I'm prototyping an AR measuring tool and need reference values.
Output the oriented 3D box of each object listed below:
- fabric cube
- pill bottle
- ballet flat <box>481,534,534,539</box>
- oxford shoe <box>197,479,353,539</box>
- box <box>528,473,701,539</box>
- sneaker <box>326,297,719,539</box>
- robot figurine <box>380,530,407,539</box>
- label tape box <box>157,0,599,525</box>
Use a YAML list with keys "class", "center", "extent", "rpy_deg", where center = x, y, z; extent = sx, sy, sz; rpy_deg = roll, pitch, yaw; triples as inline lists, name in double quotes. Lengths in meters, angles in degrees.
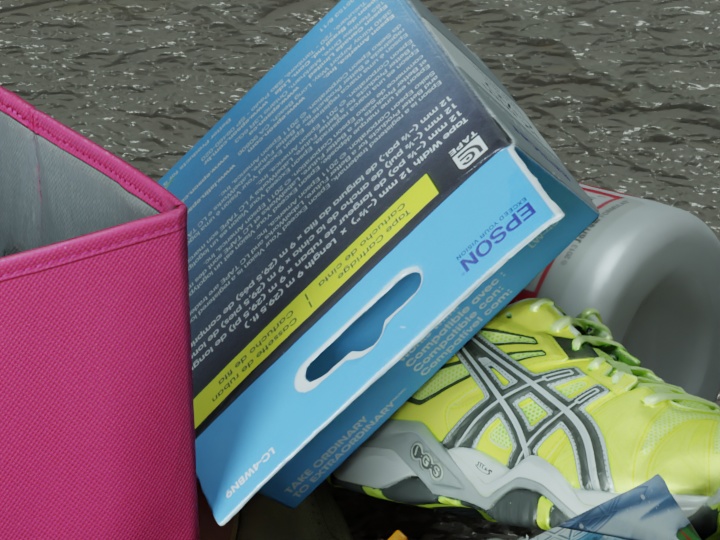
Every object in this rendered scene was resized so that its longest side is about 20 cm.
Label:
- class: "fabric cube"
  center: [-0.176, 0.062, 0.853]
  extent: [0.196, 0.200, 0.200]
  rpy_deg: [-18, 29, -29]
- class: "pill bottle"
  center: [0.030, 0.011, 1.050]
  extent: [0.200, 0.112, 0.112]
  rpy_deg: [16, 30, 35]
- class: "ballet flat"
  center: [0.105, 0.125, 0.873]
  extent: [0.200, 0.076, 0.064]
  rpy_deg: [8, -5, 10]
- class: "oxford shoe"
  center: [-0.054, 0.066, 1.013]
  extent: [0.075, 0.070, 0.200]
  rpy_deg: [13, 22, -20]
- class: "box"
  center: [0.041, 0.151, 0.741]
  extent: [0.200, 0.040, 0.137]
  rpy_deg: [-21, 71, -37]
- class: "sneaker"
  center: [0.067, 0.047, 0.901]
  extent: [0.200, 0.076, 0.075]
  rpy_deg: [7, -7, 42]
- class: "robot figurine"
  center: [0.040, 0.167, 0.665]
  extent: [0.200, 0.058, 0.145]
  rpy_deg: [46, 51, 6]
- class: "label tape box"
  center: [0.000, 0.000, 0.917]
  extent: [0.143, 0.066, 0.200]
  rpy_deg: [-44, 31, 8]
